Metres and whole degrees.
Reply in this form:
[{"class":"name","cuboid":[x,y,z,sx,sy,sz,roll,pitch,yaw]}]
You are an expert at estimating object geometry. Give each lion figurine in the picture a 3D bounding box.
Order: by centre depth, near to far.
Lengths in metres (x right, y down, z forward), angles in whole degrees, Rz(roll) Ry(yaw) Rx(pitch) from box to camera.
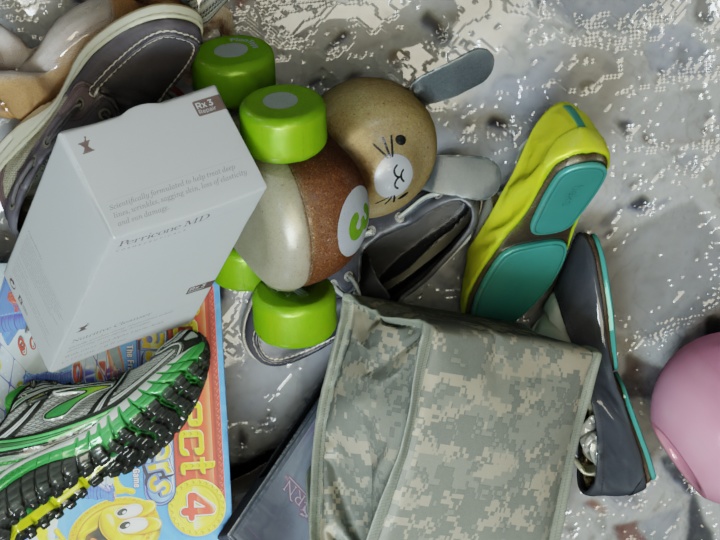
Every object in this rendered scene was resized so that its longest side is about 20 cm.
[{"class":"lion figurine","cuboid":[-0.182,-0.144,1.669,0.199,0.073,0.123,-22,141,0]}]

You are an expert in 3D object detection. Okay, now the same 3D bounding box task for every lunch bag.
[{"class":"lunch bag","cuboid":[0.054,0.130,1.726,0.163,0.117,0.201,9,95,-37]}]

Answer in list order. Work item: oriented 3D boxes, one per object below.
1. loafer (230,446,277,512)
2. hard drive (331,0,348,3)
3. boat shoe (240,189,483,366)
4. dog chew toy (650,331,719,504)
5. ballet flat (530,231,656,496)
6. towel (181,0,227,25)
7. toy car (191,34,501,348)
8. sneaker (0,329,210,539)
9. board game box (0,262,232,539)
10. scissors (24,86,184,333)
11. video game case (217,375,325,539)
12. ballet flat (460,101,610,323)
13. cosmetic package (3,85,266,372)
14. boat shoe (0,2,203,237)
[{"class":"loafer","cuboid":[-0.131,0.159,1.799,0.199,0.073,0.072,-9,102,-12]},{"class":"hard drive","cuboid":[-0.095,-0.255,1.683,0.199,0.027,0.133,7,108,-10]},{"class":"boat shoe","cuboid":[0.000,0.000,1.760,0.200,0.063,0.073,-37,109,6]},{"class":"dog chew toy","cuboid":[0.302,0.075,1.798,0.199,0.125,0.125,-35,109,-3]},{"class":"ballet flat","cuboid":[0.156,0.073,1.803,0.073,0.073,0.201,-16,112,-2]},{"class":"towel","cuboid":[-0.101,-0.292,1.625,0.193,0.035,0.200,-45,100,-10]},{"class":"toy car","cuboid":[0.004,-0.069,1.663,0.199,0.158,0.165,-15,123,-20]},{"class":"sneaker","cuboid":[-0.183,0.094,1.668,0.199,0.078,0.085,-32,69,-17]},{"class":"board game box","cuboid":[-0.188,0.092,1.733,0.194,0.056,0.202,-3,86,-6]},{"class":"scissors","cuboid":[-0.189,-0.058,1.710,0.073,0.014,0.200,38,82,-15]},{"class":"video game case","cuboid":[0.001,0.156,1.769,0.143,0.019,0.200,47,54,-19]},{"class":"ballet flat","cuboid":[0.114,-0.039,1.752,0.066,0.067,0.200,-5,145,-26]},{"class":"cosmetic package","cuboid":[-0.144,-0.024,1.608,0.112,0.200,0.081,-20,74,-25]},{"class":"boat shoe","cuboid":[-0.164,-0.091,1.632,0.072,0.065,0.200,18,134,-42]}]
